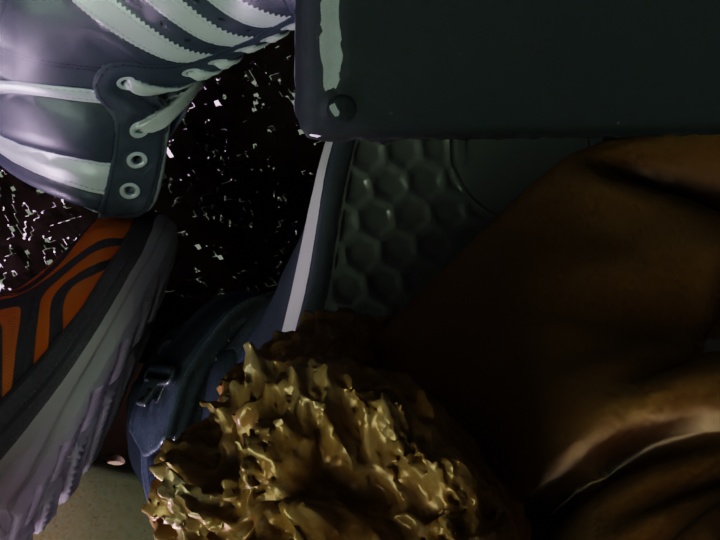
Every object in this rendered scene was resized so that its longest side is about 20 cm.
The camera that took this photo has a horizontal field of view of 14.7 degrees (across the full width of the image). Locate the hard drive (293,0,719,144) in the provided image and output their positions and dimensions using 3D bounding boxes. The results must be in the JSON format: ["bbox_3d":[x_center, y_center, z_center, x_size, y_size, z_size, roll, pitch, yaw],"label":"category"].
[{"bbox_3d":[0.056,-0.128,0.625,0.139,0.033,0.200,-1,108,-6],"label":"hard drive"}]

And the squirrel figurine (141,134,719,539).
[{"bbox_3d":[0.052,0.069,0.627,0.200,0.187,0.142,-4,120,-7],"label":"squirrel figurine"}]

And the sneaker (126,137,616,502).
[{"bbox_3d":[-0.002,0.000,0.792,0.077,0.202,0.146,26,175,-15],"label":"sneaker"}]

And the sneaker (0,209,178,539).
[{"bbox_3d":[-0.131,0.030,0.789,0.112,0.200,0.078,26,131,4],"label":"sneaker"}]

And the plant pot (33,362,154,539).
[{"bbox_3d":[-0.082,0.107,0.899,0.200,0.200,0.135,19,111,18],"label":"plant pot"}]

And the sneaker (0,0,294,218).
[{"bbox_3d":[-0.040,-0.075,0.794,0.200,0.070,0.109,-3,132,25],"label":"sneaker"}]
